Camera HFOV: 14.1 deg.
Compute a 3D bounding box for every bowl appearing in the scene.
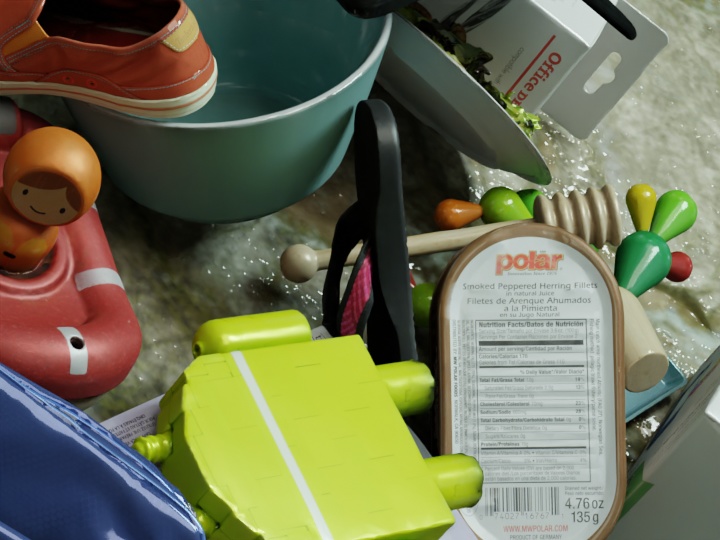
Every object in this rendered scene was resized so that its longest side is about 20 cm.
[{"bbox_3d":[-0.081,-0.102,1.663,0.199,0.106,0.202,-1,40,1],"label":"bowl"}]

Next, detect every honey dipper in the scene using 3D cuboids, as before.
[{"bbox_3d":[0.052,-0.016,1.691,0.198,0.038,0.038,-10,56,-5],"label":"honey dipper"}]

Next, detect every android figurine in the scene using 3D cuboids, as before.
[{"bbox_3d":[-0.030,0.100,1.536,0.199,0.041,0.183,-10,62,-41],"label":"android figurine"}]

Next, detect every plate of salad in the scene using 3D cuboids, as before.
[{"bbox_3d":[0.046,-0.125,1.761,0.200,0.200,0.048,42,85,2],"label":"plate of salad"}]

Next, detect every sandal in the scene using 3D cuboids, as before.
[{"bbox_3d":[0.000,0.000,1.632,0.045,0.201,0.075,-11,27,-13],"label":"sandal"}]

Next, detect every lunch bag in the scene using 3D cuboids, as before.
[{"bbox_3d":[-0.175,0.120,1.383,0.199,0.132,0.136,34,81,-5],"label":"lunch bag"}]

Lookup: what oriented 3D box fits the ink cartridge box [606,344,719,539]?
[{"bbox_3d":[0.232,0.095,1.721,0.087,0.145,0.200,40,43,3],"label":"ink cartridge box"}]

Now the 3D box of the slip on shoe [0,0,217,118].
[{"bbox_3d":[-0.173,-0.131,1.577,0.199,0.061,0.074,10,44,18],"label":"slip on shoe"}]

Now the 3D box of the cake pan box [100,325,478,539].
[{"bbox_3d":[-0.039,0.138,1.564,0.199,0.052,0.185,-21,71,-44],"label":"cake pan box"}]

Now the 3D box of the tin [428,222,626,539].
[{"bbox_3d":[0.096,0.073,1.647,0.111,0.042,0.202,0,83,-7],"label":"tin"}]

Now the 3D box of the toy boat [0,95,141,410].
[{"bbox_3d":[-0.178,-0.024,1.539,0.130,0.131,0.201,0,55,-35],"label":"toy boat"}]

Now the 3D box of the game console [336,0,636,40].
[{"bbox_3d":[0.038,-0.193,1.702,0.175,0.117,0.200,-25,43,-14],"label":"game console"}]

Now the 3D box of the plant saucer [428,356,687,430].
[{"bbox_3d":[0.118,0.079,1.749,0.200,0.019,0.070,-28,74,-45],"label":"plant saucer"}]

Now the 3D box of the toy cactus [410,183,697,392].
[{"bbox_3d":[0.125,0.016,1.737,0.199,0.103,0.165,-11,43,-25],"label":"toy cactus"}]

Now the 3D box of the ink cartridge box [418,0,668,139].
[{"bbox_3d":[0.081,-0.158,1.847,0.199,0.116,0.068,36,43,-3],"label":"ink cartridge box"}]
